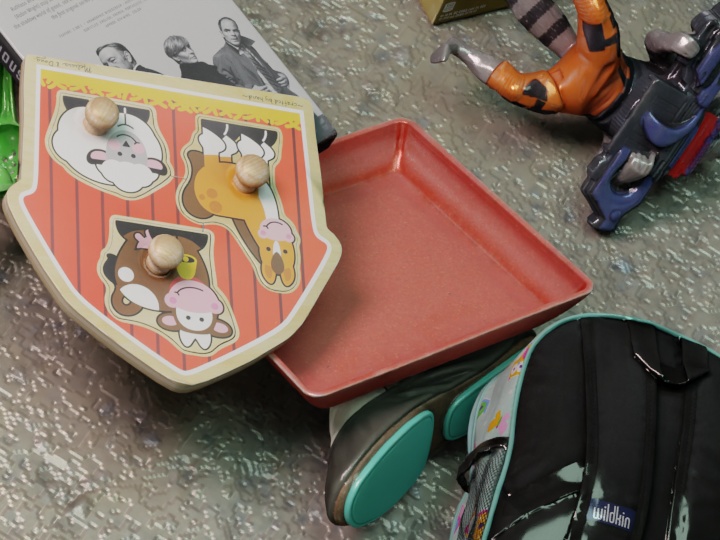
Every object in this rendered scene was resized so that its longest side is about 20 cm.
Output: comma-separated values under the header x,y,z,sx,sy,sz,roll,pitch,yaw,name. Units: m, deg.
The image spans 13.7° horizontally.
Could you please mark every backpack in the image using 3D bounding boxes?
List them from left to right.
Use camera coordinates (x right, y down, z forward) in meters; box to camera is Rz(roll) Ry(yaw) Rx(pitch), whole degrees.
x,y,z,sx,sy,sz,roll,pitch,yaw,name
0.136,0.132,1.666,0.175,0.153,0.201,17,65,-10,backpack

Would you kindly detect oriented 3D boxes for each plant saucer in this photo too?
x,y,z,sx,sy,sz,roll,pitch,yaw,name
0.000,0.000,1.743,0.199,0.037,0.200,-20,44,-28,plant saucer

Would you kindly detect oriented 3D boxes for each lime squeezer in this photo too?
x,y,z,sx,sy,sz,roll,pitch,yaw,name
-0.208,-0.068,1.689,0.038,0.071,0.200,7,36,5,lime squeezer

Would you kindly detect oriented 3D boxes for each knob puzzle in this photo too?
x,y,z,sx,sy,sz,roll,pitch,yaw,name
-0.099,-0.027,1.653,0.219,0.030,0.220,13,56,-20,knob puzzle

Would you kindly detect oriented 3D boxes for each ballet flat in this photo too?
x,y,z,sx,sy,sz,roll,pitch,yaw,name
0.027,0.083,1.720,0.068,0.068,0.200,29,40,26,ballet flat

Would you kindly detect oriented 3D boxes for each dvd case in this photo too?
x,y,z,sx,sy,sz,roll,pitch,yaw,name
-0.127,-0.123,1.734,0.150,0.025,0.200,-31,77,-38,dvd case

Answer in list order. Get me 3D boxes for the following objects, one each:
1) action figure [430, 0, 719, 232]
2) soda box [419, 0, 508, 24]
x,y,z,sx,sy,sz,roll,pitch,yaw,name
0.170,-0.139,1.856,0.193,0.200,0.105,37,11,-24,action figure
0.126,-0.223,1.942,0.199,0.068,0.064,-16,64,-27,soda box
